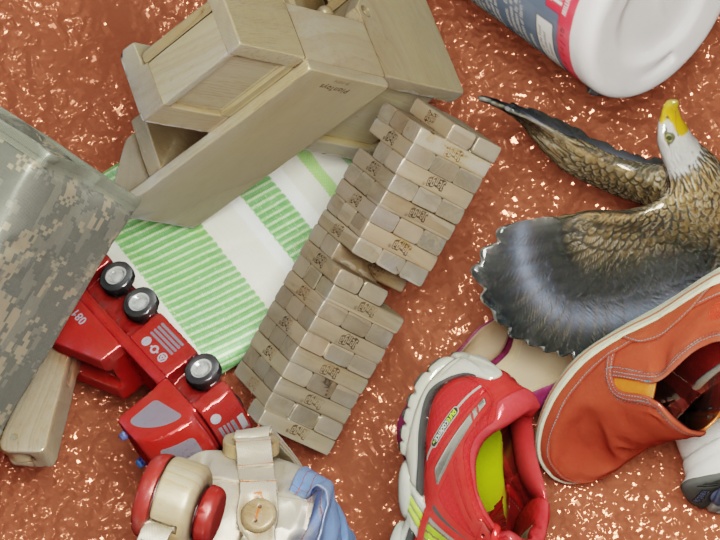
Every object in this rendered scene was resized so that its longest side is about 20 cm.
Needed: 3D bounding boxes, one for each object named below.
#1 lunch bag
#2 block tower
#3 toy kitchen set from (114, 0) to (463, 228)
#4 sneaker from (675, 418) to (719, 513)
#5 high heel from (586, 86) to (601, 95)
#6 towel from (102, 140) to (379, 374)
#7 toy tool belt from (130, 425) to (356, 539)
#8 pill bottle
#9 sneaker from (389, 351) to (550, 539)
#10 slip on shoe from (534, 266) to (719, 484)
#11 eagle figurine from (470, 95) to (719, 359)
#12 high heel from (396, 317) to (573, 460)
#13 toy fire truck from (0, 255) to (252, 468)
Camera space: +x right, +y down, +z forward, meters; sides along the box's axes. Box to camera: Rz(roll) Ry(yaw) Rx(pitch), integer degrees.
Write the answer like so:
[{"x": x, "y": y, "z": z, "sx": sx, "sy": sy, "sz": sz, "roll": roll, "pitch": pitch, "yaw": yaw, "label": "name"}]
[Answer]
[{"x": -0.250, "y": -0.026, "z": 1.544, "sx": 0.200, "sy": 0.117, "sz": 0.165, "roll": 32, "pitch": 92, "yaw": 31, "label": "lunch bag"}, {"x": 0.000, "y": 0.000, "z": 1.583, "sx": 0.054, "sy": 0.058, "sz": 0.201, "roll": 26, "pitch": 97, "yaw": -29, "label": "block tower"}, {"x": -0.085, "y": -0.143, "z": 1.621, "sx": 0.163, "sy": 0.199, "sz": 0.181, "roll": -35, "pitch": 65, "yaw": 31, "label": "toy kitchen set"}, {"x": 0.269, "y": 0.070, "z": 1.587, "sx": 0.199, "sy": 0.075, "sz": 0.088, "roll": -14, "pitch": 63, "yaw": -5, "label": "sneaker"}, {"x": 0.129, "y": -0.204, "z": 1.703, "sx": 0.200, "sy": 0.071, "sz": 0.143, "roll": 40, "pitch": 72, "yaw": 11, "label": "high heel"}, {"x": -0.071, "y": -0.031, "z": 1.666, "sx": 0.200, "sy": 0.023, "sz": 0.153, "roll": -35, "pitch": 71, "yaw": -13, "label": "towel"}, {"x": -0.044, "y": 0.149, "z": 1.496, "sx": 0.122, "sy": 0.200, "sz": 0.126, "roll": 16, "pitch": 77, "yaw": 11, "label": "toy tool belt"}, {"x": 0.108, "y": -0.198, "z": 1.627, "sx": 0.119, "sy": 0.120, "sz": 0.200, "roll": -41, "pitch": 54, "yaw": -14, "label": "pill bottle"}, {"x": 0.063, "y": 0.146, "z": 1.504, "sx": 0.077, "sy": 0.201, "sz": 0.085, "roll": -18, "pitch": 27, "yaw": -36, "label": "sneaker"}, {"x": 0.165, "y": 0.067, "z": 1.535, "sx": 0.074, "sy": 0.200, "sz": 0.061, "roll": 28, "pitch": 44, "yaw": -26, "label": "slip on shoe"}, {"x": 0.168, "y": -0.038, "z": 1.593, "sx": 0.199, "sy": 0.152, "sz": 0.152, "roll": -8, "pitch": 100, "yaw": 12, "label": "eagle figurine"}, {"x": 0.096, "y": 0.042, "z": 1.588, "sx": 0.067, "sy": 0.096, "sz": 0.200, "roll": 34, "pitch": 72, "yaw": 15, "label": "high heel"}, {"x": -0.168, "y": 0.063, "z": 1.580, "sx": 0.141, "sy": 0.049, "sz": 0.200, "roll": -39, "pitch": 54, "yaw": -9, "label": "toy fire truck"}]
